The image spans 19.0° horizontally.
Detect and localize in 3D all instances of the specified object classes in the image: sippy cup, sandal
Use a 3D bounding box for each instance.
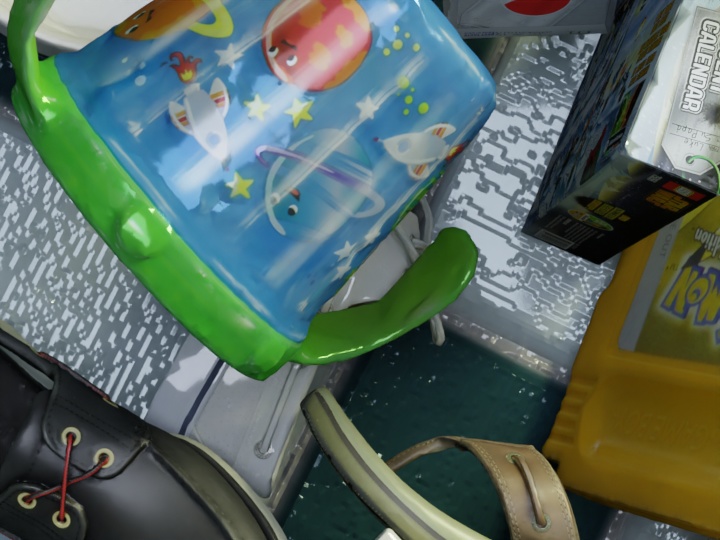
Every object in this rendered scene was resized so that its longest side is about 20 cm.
[{"bbox_3d":[-0.028,-0.054,0.741,0.130,0.178,0.140,-40,70,5],"label":"sippy cup"},{"bbox_3d":[0.065,0.100,0.793,0.201,0.080,0.057,31,82,9],"label":"sandal"}]

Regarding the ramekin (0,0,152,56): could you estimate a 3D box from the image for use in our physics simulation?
[{"bbox_3d":[-0.083,-0.168,0.852,0.199,0.105,0.201,0,81,0],"label":"ramekin"}]

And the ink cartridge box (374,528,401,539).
[{"bbox_3d":[0.047,0.196,0.778,0.084,0.146,0.200,-43,85,-6],"label":"ink cartridge box"}]

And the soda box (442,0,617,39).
[{"bbox_3d":[0.061,-0.192,0.850,0.068,0.063,0.201,-3,64,-1],"label":"soda box"}]

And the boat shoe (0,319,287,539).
[{"bbox_3d":[-0.113,0.076,0.806,0.201,0.063,0.074,34,96,22],"label":"boat shoe"}]

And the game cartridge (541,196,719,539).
[{"bbox_3d":[0.154,0.002,0.798,0.032,0.176,0.200,28,80,-27],"label":"game cartridge"}]

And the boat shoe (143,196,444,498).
[{"bbox_3d":[-0.001,0.000,0.843,0.086,0.075,0.202,31,85,5],"label":"boat shoe"}]

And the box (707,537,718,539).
[{"bbox_3d":[0.205,0.129,0.806,0.157,0.050,0.200,23,92,15],"label":"box"}]

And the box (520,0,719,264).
[{"bbox_3d":[0.116,-0.081,0.791,0.040,0.200,0.137,22,83,-2],"label":"box"}]
